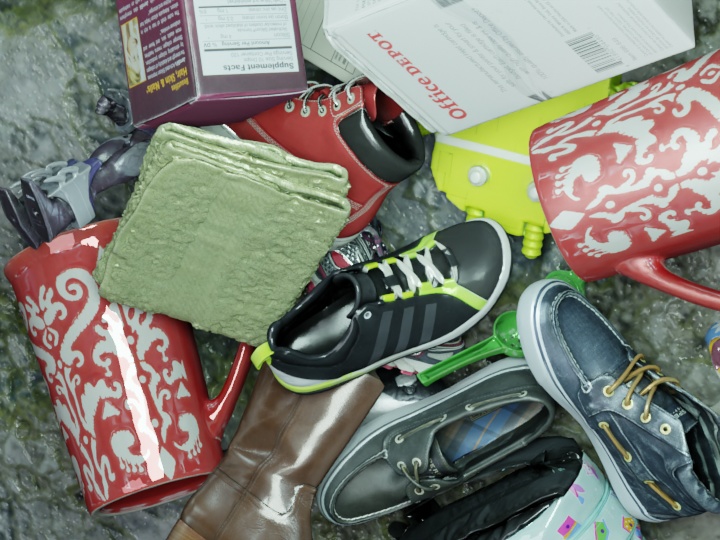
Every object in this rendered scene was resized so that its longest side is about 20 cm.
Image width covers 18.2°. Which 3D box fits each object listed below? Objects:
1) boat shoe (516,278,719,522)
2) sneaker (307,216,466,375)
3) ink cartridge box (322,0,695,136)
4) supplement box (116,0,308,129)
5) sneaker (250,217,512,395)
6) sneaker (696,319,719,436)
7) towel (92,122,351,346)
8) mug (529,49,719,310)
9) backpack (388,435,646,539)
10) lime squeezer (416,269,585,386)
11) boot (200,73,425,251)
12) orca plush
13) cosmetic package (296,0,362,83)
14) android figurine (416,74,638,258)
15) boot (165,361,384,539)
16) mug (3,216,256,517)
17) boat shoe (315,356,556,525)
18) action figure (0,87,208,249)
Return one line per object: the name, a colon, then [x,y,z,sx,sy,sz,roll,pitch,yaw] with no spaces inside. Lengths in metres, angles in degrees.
boat shoe: [0.192,0.086,1.556,0.091,0.071,0.200,-14,114,54]
sneaker: [0.000,0.000,1.650,0.200,0.081,0.075,43,113,7]
ink cartridge box: [0.096,-0.179,1.458,0.200,0.085,0.146,-19,142,30]
supplement box: [-0.107,-0.203,1.497,0.110,0.085,0.201,-15,82,61]
sneaker: [0.018,0.024,1.565,0.200,0.083,0.072,-32,66,-2]
sneaker: [0.284,0.037,1.534,0.090,0.075,0.200,16,112,14]
towel: [-0.098,-0.024,1.575,0.148,0.037,0.200,18,139,-10]
mug: [0.222,-0.059,1.450,0.200,0.178,0.133,-19,137,19]
backpack: [0.109,0.213,1.640,0.200,0.167,0.127,-35,106,22]
lime squeezer: [0.126,0.022,1.612,0.200,0.071,0.038,-38,51,1]
boot: [-0.042,-0.126,1.565,0.200,0.072,0.144,48,140,4]
orca plush: [-0.021,0.103,1.718,0.200,0.071,0.105,-26,139,34]
cosmetic package: [-0.049,-0.225,1.602,0.200,0.073,0.104,32,117,12]
android figurine: [0.116,-0.108,1.584,0.182,0.041,0.200,17,112,19]
boot: [-0.023,0.150,1.605,0.186,0.064,0.200,28,82,19]
mug: [-0.164,0.067,1.680,0.177,0.133,0.200,-25,75,34]
boat shoe: [0.054,0.130,1.635,0.200,0.057,0.069,-33,114,9]
action figure: [-0.165,-0.089,1.644,0.130,0.200,0.069,13,132,54]
